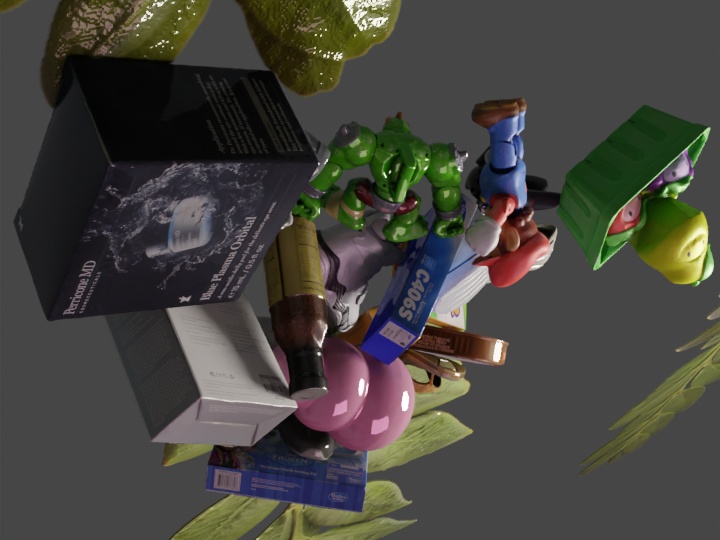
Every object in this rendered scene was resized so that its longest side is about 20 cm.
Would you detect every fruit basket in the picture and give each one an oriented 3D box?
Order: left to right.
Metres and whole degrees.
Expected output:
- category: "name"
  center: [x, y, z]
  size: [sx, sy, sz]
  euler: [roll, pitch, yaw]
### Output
- category: "fruit basket"
  center: [0.378, -0.077, 1.262]
  size: [0.212, 0.218, 0.156]
  euler: [-24, 153, -11]

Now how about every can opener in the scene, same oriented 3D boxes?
- category: "can opener"
  center: [0.198, -0.100, 1.231]
  size: [0.079, 0.064, 0.198]
  euler: [-44, 150, 25]

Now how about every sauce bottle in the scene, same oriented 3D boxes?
- category: "sauce bottle"
  center: [-0.068, 0.034, 1.035]
  size: [0.064, 0.204, 0.066]
  euler: [-6, 159, -3]

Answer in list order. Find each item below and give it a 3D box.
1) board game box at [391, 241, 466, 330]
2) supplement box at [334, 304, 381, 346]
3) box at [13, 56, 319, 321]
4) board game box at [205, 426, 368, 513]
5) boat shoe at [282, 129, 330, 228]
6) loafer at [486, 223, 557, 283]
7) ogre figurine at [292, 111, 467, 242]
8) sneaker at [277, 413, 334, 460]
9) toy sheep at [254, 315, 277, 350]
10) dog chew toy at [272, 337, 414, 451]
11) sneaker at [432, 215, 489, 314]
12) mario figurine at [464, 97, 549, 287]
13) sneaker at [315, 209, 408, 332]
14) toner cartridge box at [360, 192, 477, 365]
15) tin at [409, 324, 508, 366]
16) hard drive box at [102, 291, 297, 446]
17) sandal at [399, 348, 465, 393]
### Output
- category: "board game box"
  center: [0.097, 0.020, 1.307]
  size: [0.029, 0.098, 0.199]
  euler: [-3, 167, 28]
- category: "supplement box"
  center: [-0.001, 0.110, 1.334]
  size: [0.068, 0.067, 0.200]
  euler: [-21, 168, -34]
- category: "box"
  center: [-0.172, -0.067, 0.859]
  size: [0.197, 0.119, 0.198]
  euler: [-5, 144, -38]
- category: "board game box"
  center: [-0.087, 0.226, 1.283]
  size: [0.195, 0.200, 0.044]
  euler: [9, 112, -2]
- category: "boat shoe"
  center: [-0.092, -0.059, 0.986]
  size: [0.061, 0.074, 0.201]
  euler: [18, 128, -18]
- category: "loafer"
  center: [0.195, -0.031, 1.351]
  size: [0.198, 0.070, 0.070]
  euler: [-13, 144, -43]
- category: "ogre figurine"
  center: [0.031, -0.093, 1.030]
  size: [0.197, 0.099, 0.121]
  euler: [23, 133, -3]
- category: "sneaker"
  center: [-0.063, 0.161, 1.266]
  size: [0.074, 0.201, 0.080]
  euler: [15, 116, -14]
- category: "toy sheep"
  center: [-0.130, 0.121, 1.217]
  size: [0.201, 0.138, 0.137]
  euler: [-54, 147, 14]
- category: "dog chew toy"
  center: [-0.029, 0.135, 1.154]
  size: [0.198, 0.126, 0.124]
  euler: [25, 124, -36]
- category: "sneaker"
  center: [0.135, -0.016, 1.249]
  size: [0.199, 0.070, 0.074]
  euler: [-36, 155, -39]
- category: "mario figurine"
  center: [0.141, -0.082, 1.083]
  size: [0.122, 0.205, 0.105]
  euler: [-12, -167, -33]
- category: "sneaker"
  center: [0.000, 0.000, 1.190]
  size: [0.113, 0.076, 0.201]
  euler: [-26, 150, -4]
- category: "toner cartridge box"
  center: [0.069, 0.005, 1.155]
  size: [0.202, 0.043, 0.095]
  euler: [-63, -171, -32]
- category: "tin"
  center: [0.107, 0.100, 1.380]
  size: [0.196, 0.043, 0.112]
  euler: [10, 178, 10]
- category: "hard drive box"
  center: [-0.170, 0.070, 1.000]
  size: [0.076, 0.202, 0.155]
  euler: [-38, 152, 20]
- category: "sandal"
  center: [0.077, 0.138, 1.338]
  size: [0.079, 0.055, 0.199]
  euler: [15, 174, -26]
